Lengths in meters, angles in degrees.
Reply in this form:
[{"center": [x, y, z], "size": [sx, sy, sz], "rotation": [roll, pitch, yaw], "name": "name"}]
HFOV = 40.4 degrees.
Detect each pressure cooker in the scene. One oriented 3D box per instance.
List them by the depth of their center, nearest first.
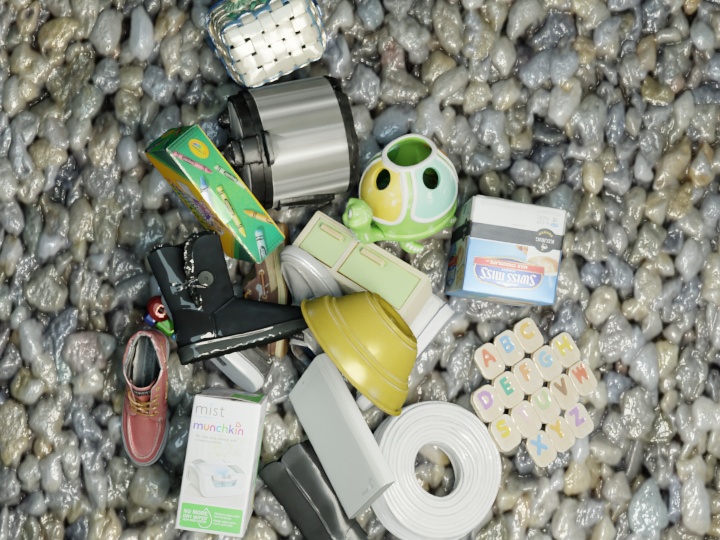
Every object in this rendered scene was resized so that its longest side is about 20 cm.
[{"center": [-0.115, -0.179, 1.394], "size": [0.198, 0.176, 0.179], "rotation": [-13, 55, -14], "name": "pressure cooker"}]

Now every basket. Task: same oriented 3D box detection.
[{"center": [-0.132, -0.349, 1.408], "size": [0.175, 0.200, 0.140], "rotation": [-26, 111, -3], "name": "basket"}]

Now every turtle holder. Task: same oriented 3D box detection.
[{"center": [0.051, -0.115, 1.393], "size": [0.184, 0.132, 0.142], "rotation": [-13, 49, -10], "name": "turtle holder"}]

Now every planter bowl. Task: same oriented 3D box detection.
[{"center": [0.017, 0.089, 1.297], "size": [0.083, 0.200, 0.201], "rotation": [-42, 89, 9], "name": "planter bowl"}]

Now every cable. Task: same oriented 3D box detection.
[{"center": [0.105, 0.287, 1.392], "size": [0.198, 0.069, 0.202], "rotation": [7, 71, -18], "name": "cable"}]

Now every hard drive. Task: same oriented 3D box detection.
[{"center": [-0.030, 0.232, 1.368], "size": [0.026, 0.132, 0.201], "rotation": [-14, 65, -33], "name": "hard drive"}]

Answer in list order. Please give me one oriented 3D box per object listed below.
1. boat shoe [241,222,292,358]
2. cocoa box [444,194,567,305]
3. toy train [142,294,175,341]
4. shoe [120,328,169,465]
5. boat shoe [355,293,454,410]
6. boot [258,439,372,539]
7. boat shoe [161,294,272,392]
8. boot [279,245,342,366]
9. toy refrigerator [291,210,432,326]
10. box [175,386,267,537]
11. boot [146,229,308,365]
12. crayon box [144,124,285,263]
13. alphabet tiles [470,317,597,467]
[{"center": [-0.139, 0.030, 1.444], "size": [0.071, 0.072, 0.202], "rotation": [-3, 82, 5], "name": "boat shoe"}, {"center": [0.201, -0.021, 1.389], "size": [0.132, 0.200, 0.132], "rotation": [9, 87, -2], "name": "cocoa box"}, {"center": [-0.216, 0.026, 1.439], "size": [0.116, 0.085, 0.200], "rotation": [42, 82, -12], "name": "toy train"}, {"center": [-0.315, 0.184, 1.413], "size": [0.071, 0.091, 0.202], "rotation": [4, 86, -2], "name": "shoe"}, {"center": [0.053, 0.116, 1.440], "size": [0.065, 0.074, 0.200], "rotation": [40, 76, 10], "name": "boat shoe"}, {"center": [-0.088, 0.370, 1.420], "size": [0.164, 0.066, 0.201], "rotation": [-36, 87, 4], "name": "boot"}, {"center": [-0.197, 0.085, 1.389], "size": [0.200, 0.070, 0.066], "rotation": [47, 57, -19], "name": "boat shoe"}, {"center": [-0.071, 0.066, 1.396], "size": [0.096, 0.073, 0.201], "rotation": [-51, 119, -31], "name": "boot"}, {"center": [0.000, 0.000, 1.411], "size": [0.199, 0.070, 0.076], "rotation": [32, 75, 20], "name": "toy refrigerator"}, {"center": [-0.190, 0.258, 1.359], "size": [0.096, 0.200, 0.178], "rotation": [8, 85, -2], "name": "box"}, {"center": [-0.174, 0.024, 1.320], "size": [0.199, 0.076, 0.169], "rotation": [-13, 80, -23], "name": "boot"}, {"center": [-0.202, -0.105, 1.350], "size": [0.058, 0.119, 0.200], "rotation": [-44, 112, -17], "name": "crayon box"}, {"center": [0.257, 0.177, 1.436], "size": [0.199, 0.015, 0.196], "rotation": [-29, 87, -25], "name": "alphabet tiles"}]
